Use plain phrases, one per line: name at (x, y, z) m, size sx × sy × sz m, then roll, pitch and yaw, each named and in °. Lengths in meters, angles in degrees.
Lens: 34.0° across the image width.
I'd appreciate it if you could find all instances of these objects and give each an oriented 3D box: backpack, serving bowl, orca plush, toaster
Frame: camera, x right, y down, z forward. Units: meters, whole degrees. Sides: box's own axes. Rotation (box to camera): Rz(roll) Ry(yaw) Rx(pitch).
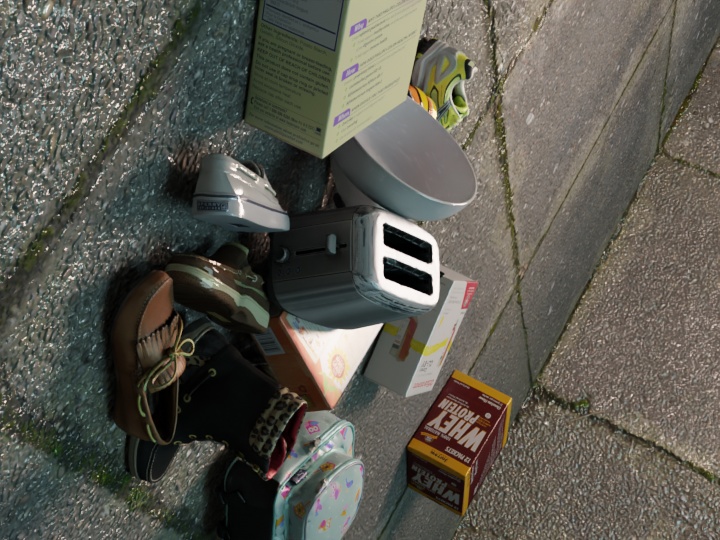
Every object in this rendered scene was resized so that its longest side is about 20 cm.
backpack at (-0.079, 0.276, 1.532) m, size 0.200 × 0.152 × 0.177 m, roll -53°, pitch 154°, yaw -46°
serving bowl at (0.034, -0.126, 1.308) m, size 0.066 × 0.200 × 0.200 m, roll -48°, pitch 171°, yaw 30°
orca plush at (0.040, -0.075, 1.400) m, size 0.071 × 0.200 × 0.105 m, roll -41°, pitch -177°, yaw -33°
toaster at (0.000, 0.000, 1.277) m, size 0.199 × 0.128 × 0.115 m, roll 23°, pitch 64°, yaw -51°

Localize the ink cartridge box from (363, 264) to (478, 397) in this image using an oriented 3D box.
ink cartridge box at (0.098, 0.093, 1.879) m, size 0.202 × 0.083 × 0.145 m, roll -67°, pitch 161°, yaw 7°

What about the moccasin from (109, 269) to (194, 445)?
moccasin at (-0.195, 0.087, 1.115) m, size 0.074 × 0.077 × 0.203 m, roll -39°, pitch 148°, yaw -51°

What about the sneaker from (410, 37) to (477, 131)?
sneaker at (0.095, -0.196, 1.526) m, size 0.075 × 0.076 × 0.201 m, roll -46°, pitch 155°, yaw -46°

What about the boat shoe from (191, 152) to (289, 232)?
boat shoe at (-0.116, -0.075, 1.147) m, size 0.200 × 0.071 × 0.066 m, roll 13°, pitch 79°, yaw -75°

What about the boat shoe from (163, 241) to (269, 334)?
boat shoe at (-0.143, 0.006, 1.186) m, size 0.202 × 0.074 × 0.076 m, roll 55°, pitch 44°, yaw -71°

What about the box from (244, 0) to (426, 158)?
box at (-0.017, -0.242, 1.146) m, size 0.176 × 0.096 × 0.201 m, roll -41°, pitch 151°, yaw -48°

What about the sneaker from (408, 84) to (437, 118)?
sneaker at (0.027, -0.135, 1.449) m, size 0.090 × 0.069 × 0.202 m, roll 23°, pitch 88°, yaw -65°

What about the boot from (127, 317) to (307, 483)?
boot at (-0.149, 0.167, 1.215) m, size 0.201 × 0.150 × 0.073 m, roll -64°, pitch 164°, yaw 19°

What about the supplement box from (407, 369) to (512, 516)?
supplement box at (0.200, 0.353, 2.395) m, size 0.201 × 0.132 × 0.198 m, roll -54°, pitch 159°, yaw -28°

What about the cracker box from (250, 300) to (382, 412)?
cracker box at (-0.042, 0.048, 1.368) m, size 0.135 × 0.057 × 0.200 m, roll 62°, pitch 39°, yaw -25°

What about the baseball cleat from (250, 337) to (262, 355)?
baseball cleat at (-0.054, 0.084, 1.434) m, size 0.070 × 0.107 × 0.200 m, roll -40°, pitch 173°, yaw 30°

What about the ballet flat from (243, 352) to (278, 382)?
ballet flat at (-0.127, 0.135, 1.369) m, size 0.073 × 0.072 × 0.200 m, roll -66°, pitch 161°, yaw 5°
